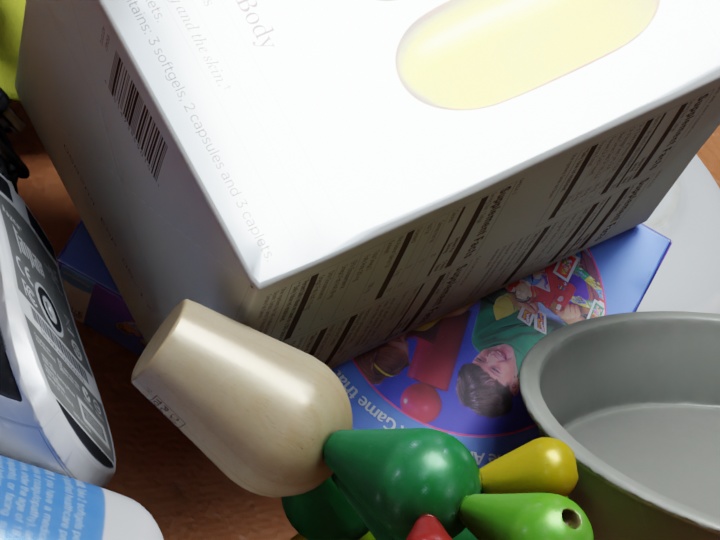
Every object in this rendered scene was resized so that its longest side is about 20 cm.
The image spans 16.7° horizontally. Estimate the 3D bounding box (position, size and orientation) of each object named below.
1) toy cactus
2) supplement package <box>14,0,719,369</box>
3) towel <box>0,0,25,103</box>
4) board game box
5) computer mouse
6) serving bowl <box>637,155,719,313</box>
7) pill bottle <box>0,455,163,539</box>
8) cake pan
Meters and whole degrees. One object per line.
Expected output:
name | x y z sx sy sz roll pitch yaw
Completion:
toy cactus | -0.001 0.075 0.761 0.165 0.103 0.200 35 -4 -10
supplement package | 0.004 -0.070 0.852 0.199 0.151 0.152 -24 76 -19
towel | -0.178 -0.099 0.908 0.200 0.018 0.086 4 51 -56
board game box | 0.000 0.000 0.932 0.199 0.045 0.135 30 66 0
computer mouse | -0.131 -0.005 0.821 0.044 0.110 0.201 -24 52 4
serving bowl | 0.082 -0.027 1.040 0.199 0.066 0.201 16 43 -16
pill bottle | -0.125 0.109 0.737 0.199 0.112 0.113 19 41 -13
cake pan | 0.149 0.069 0.847 0.199 0.037 0.200 9 20 -3
